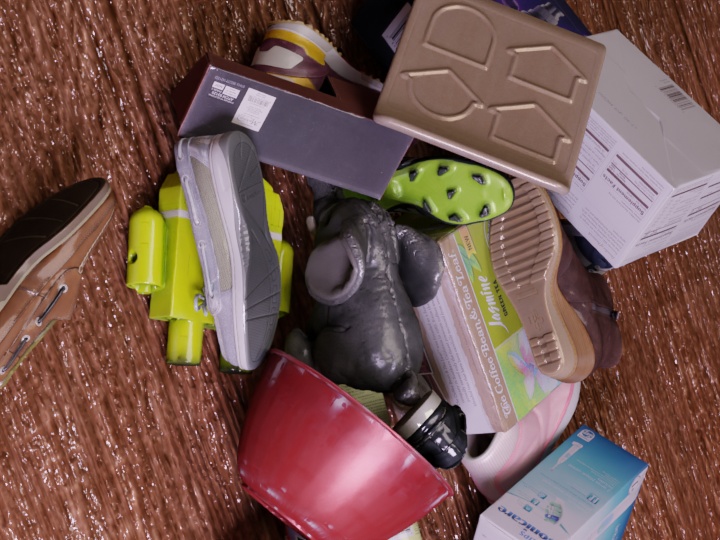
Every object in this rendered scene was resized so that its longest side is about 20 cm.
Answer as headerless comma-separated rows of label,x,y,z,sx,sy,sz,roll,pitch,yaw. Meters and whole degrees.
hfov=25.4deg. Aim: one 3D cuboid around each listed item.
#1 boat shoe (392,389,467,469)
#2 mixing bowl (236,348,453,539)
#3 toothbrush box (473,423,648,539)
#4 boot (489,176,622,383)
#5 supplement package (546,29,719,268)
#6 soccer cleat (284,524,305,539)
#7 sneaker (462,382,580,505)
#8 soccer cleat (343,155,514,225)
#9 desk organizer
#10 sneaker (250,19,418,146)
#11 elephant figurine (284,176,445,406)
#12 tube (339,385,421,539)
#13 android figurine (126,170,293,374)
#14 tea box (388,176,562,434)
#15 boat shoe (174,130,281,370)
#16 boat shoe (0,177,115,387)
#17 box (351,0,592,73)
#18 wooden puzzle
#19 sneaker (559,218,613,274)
boat shoe,0.066,0.150,1.430,0.066,0.199,0.075,43,79,4
mixing bowl,-0.030,0.171,1.356,0.108,0.200,0.200,-52,123,-10
toothbrush box,0.193,0.272,1.618,0.200,0.085,0.147,-30,142,-44
boot,0.193,0.008,1.540,0.166,0.072,0.201,-6,84,-62
supplement package,0.251,-0.123,1.562,0.156,0.111,0.200,-19,59,-45
soccer cleat,-0.010,0.272,1.457,0.067,0.076,0.200,-31,107,-44
sneaker,0.161,0.138,1.656,0.105,0.075,0.201,47,57,-38
soccer cleat,0.060,-0.082,1.497,0.081,0.200,0.068,-37,122,-51
desk organizer,-0.062,-0.137,1.407,0.200,0.072,0.077,16,28,-25
sneaker,-0.028,-0.152,1.514,0.200,0.075,0.090,33,72,-33
elephant figurine,0.000,0.000,1.428,0.142,0.155,0.201,-34,131,-75
tube,0.010,0.172,1.518,0.058,0.052,0.200,89,-14,-86
android figurine,-0.127,-0.012,1.402,0.182,0.041,0.201,11,77,-45
tea box,0.111,0.034,1.575,0.197,0.133,0.200,-35,109,-45
boat shoe,-0.114,-0.016,1.352,0.074,0.065,0.203,-31,115,-63
boat shoe,-0.256,0.011,1.250,0.200,0.072,0.068,-50,124,-27
box,0.117,-0.238,1.607,0.200,0.104,0.148,-18,67,-46
wooden puzzle,0.117,-0.164,1.444,0.185,0.046,0.200,21,53,-3
sneaker,0.227,0.001,1.662,0.070,0.200,0.109,-4,94,-44
